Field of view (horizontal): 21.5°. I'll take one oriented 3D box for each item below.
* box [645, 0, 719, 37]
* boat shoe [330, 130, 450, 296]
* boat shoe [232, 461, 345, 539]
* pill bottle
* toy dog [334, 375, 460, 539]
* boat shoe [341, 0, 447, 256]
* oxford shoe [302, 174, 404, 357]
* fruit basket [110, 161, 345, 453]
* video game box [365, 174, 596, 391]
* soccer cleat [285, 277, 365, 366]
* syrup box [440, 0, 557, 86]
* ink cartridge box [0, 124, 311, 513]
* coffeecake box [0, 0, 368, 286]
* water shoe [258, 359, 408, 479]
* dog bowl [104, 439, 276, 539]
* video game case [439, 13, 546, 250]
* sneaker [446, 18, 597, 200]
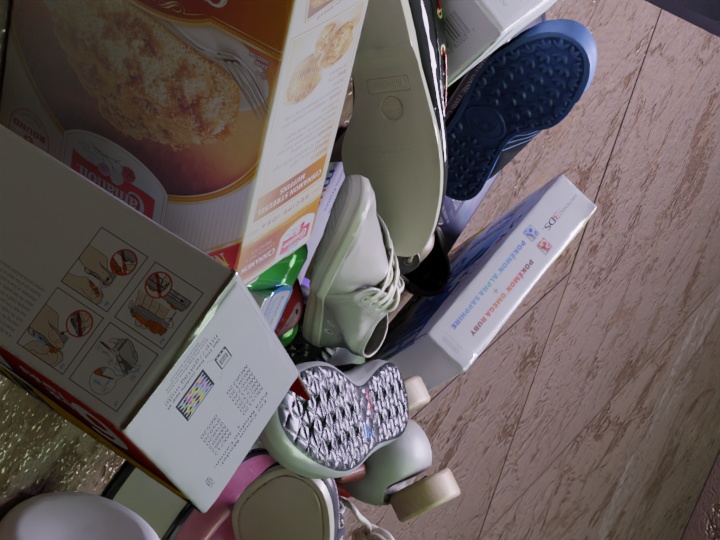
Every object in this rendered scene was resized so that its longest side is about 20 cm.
[{"bbox_3d":[0.252,-0.271,1.404,0.115,0.199,0.133,-51,159,-24],"label":"box"},{"bbox_3d":[0.025,-0.039,1.352,0.075,0.073,0.200,-60,156,-9],"label":"boat shoe"},{"bbox_3d":[-0.044,0.175,1.296,0.063,0.072,0.201,-54,165,-36],"label":"boat shoe"},{"bbox_3d":[-0.193,0.245,1.178,0.109,0.109,0.201,-30,145,-54],"label":"pill bottle"},{"bbox_3d":[-0.014,0.155,1.375,0.096,0.132,0.201,-14,148,-38],"label":"toy dog"},{"bbox_3d":[0.026,-0.109,1.194,0.063,0.073,0.203,-37,125,-53],"label":"boat shoe"},{"bbox_3d":[0.000,0.000,1.183,0.200,0.057,0.076,98,13,-66],"label":"oxford shoe"},{"bbox_3d":[-0.071,0.021,1.176,0.200,0.093,0.186,-4,122,-64],"label":"fruit basket"},{"bbox_3d":[0.076,0.026,1.467,0.182,0.047,0.200,-46,-176,-28],"label":"video game box"},{"bbox_3d":[-0.036,0.044,1.369,0.200,0.068,0.074,67,28,-58],"label":"soccer cleat"},{"bbox_3d":[0.099,-0.206,1.267,0.200,0.082,0.079,-39,-179,-44],"label":"syrup box"},{"bbox_3d":[-0.134,0.016,0.861,0.084,0.199,0.176,-54,159,-12],"label":"ink cartridge box"},{"bbox_3d":[-0.082,-0.115,0.876,0.073,0.153,0.201,-36,149,-47],"label":"coffeecake box"},{"bbox_3d":[-0.035,0.098,1.199,0.200,0.078,0.072,3,76,-67],"label":"water shoe"},{"bbox_3d":[-0.121,0.197,1.339,0.200,0.073,0.201,-49,158,-27],"label":"dog bowl"},{"bbox_3d":[0.094,-0.110,1.501,0.201,0.019,0.143,-56,157,-14],"label":"video game case"},{"bbox_3d":[0.113,-0.129,1.354,0.078,0.070,0.200,-55,-173,-38],"label":"sneaker"}]
